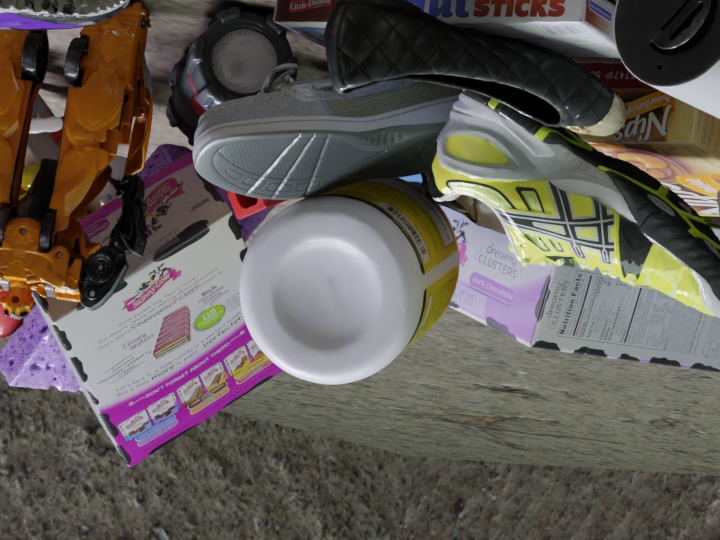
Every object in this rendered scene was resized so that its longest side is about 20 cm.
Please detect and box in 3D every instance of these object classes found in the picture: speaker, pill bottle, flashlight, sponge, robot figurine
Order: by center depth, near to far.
[{"bbox_3d":[0.217,-0.106,1.413,0.081,0.082,0.199,1,169,42],"label":"speaker"},{"bbox_3d":[-0.190,-0.068,1.676,0.144,0.202,0.058,8,172,8],"label":"robot figurine"},{"bbox_3d":[0.000,0.000,1.713,0.112,0.113,0.200,7,-171,11],"label":"pill bottle"},{"bbox_3d":[-0.083,-0.113,1.726,0.067,0.068,0.200,7,170,-7],"label":"flashlight"},{"bbox_3d":[-0.148,0.002,1.843,0.111,0.200,0.030,11,-145,-52],"label":"sponge"}]

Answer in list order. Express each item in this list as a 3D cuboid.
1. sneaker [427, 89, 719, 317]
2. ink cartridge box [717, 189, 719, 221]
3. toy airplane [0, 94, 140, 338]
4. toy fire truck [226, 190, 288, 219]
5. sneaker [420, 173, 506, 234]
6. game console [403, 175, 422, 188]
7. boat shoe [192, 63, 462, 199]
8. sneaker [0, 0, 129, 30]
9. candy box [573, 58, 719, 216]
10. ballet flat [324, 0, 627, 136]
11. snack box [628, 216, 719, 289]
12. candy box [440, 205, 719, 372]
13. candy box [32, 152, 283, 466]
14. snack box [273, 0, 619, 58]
[{"bbox_3d":[0.130,-0.029,1.589,0.199,0.077,0.075,35,-165,7],"label":"sneaker"},{"bbox_3d":[0.324,-0.026,1.543,0.199,0.085,0.145,-28,142,36],"label":"ink cartridge box"},{"bbox_3d":[-0.202,-0.053,1.914,0.140,0.201,0.199,-15,170,34],"label":"toy airplane"},{"bbox_3d":[-0.039,-0.074,1.760,0.140,0.049,0.200,-24,-178,-17],"label":"toy fire truck"},{"bbox_3d":[0.072,-0.071,1.754,0.075,0.071,0.200,15,-174,-15],"label":"sneaker"},{"bbox_3d":[0.073,-0.070,1.964,0.199,0.031,0.177,4,170,31],"label":"game console"},{"bbox_3d":[-0.014,-0.091,1.615,0.201,0.065,0.075,-10,154,-31],"label":"boat shoe"},{"bbox_3d":[-0.221,-0.165,1.511,0.198,0.070,0.100,10,174,-6],"label":"sneaker"},{"bbox_3d":[0.195,-0.079,1.695,0.115,0.056,0.200,3,170,31],"label":"candy box"},{"bbox_3d":[0.062,-0.102,1.508,0.199,0.057,0.066,15,169,-31],"label":"ballet flat"},{"bbox_3d":[0.264,-0.015,1.882,0.141,0.053,0.200,9,-171,10],"label":"snack box"},{"bbox_3d":[0.152,0.007,1.993,0.199,0.072,0.167,8,-168,-38],"label":"candy box"},{"bbox_3d":[-0.132,0.029,1.806,0.136,0.061,0.200,-32,149,-9],"label":"candy box"},{"bbox_3d":[0.053,-0.140,1.548,0.199,0.025,0.072,3,171,31],"label":"snack box"}]
